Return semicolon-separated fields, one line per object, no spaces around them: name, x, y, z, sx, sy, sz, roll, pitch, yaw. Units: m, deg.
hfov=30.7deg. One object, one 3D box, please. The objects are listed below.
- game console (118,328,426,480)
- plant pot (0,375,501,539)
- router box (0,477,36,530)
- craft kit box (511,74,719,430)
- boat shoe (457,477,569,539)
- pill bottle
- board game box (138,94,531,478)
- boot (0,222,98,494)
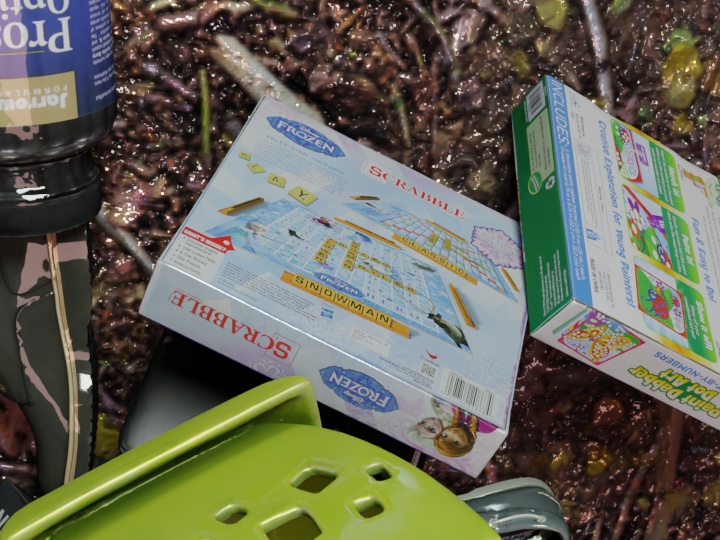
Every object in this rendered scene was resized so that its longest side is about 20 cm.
game console;-0.033;0.074;0.841;0.176;0.116;0.201;54;50;-50
plant pot;-0.055;0.181;0.638;0.200;0.181;0.200;-26;134;-21
router box;-0.162;0.215;0.827;0.149;0.200;0.051;45;77;-25
craft kit box;0.188;-0.006;0.830;0.197;0.200;0.049;24;132;-21
boat shoe;0.058;0.210;0.960;0.199;0.062;0.073;-18;116;-7
pill bottle;-0.192;-0.126;0.722;0.111;0.112;0.201;-6;113;-12
board game box;0.000;0.000;0.749;0.199;0.200;0.041;27;125;-3
boot;-0.234;0.052;0.816;0.138;0.077;0.201;-2;100;-10
